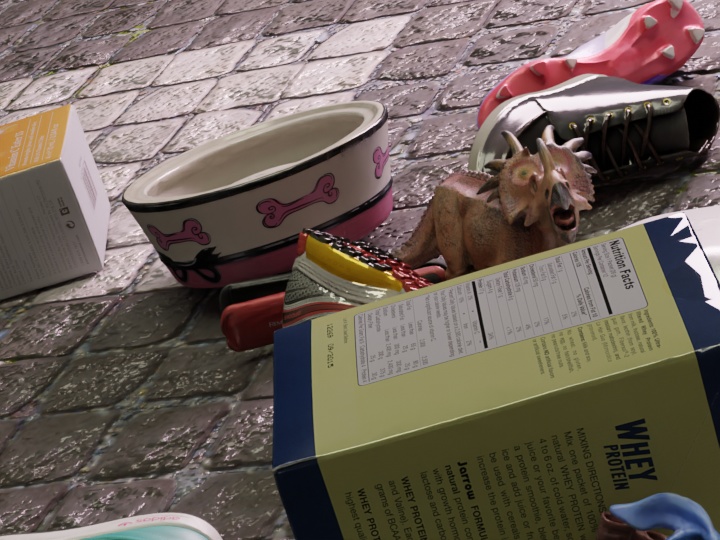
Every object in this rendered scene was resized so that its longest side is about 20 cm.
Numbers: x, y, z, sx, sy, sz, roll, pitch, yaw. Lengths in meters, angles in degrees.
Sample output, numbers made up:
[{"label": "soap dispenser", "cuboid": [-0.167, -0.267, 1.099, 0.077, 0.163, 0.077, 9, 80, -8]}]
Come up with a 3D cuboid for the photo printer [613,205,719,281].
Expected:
[{"label": "photo printer", "cuboid": [0.184, 0.011, 1.170, 0.165, 0.070, 0.199, -6, 9, 36]}]

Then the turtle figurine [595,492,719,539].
[{"label": "turtle figurine", "cuboid": [0.084, 0.203, 0.807, 0.193, 0.201, 0.143, -34, -21, 28]}]

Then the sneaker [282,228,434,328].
[{"label": "sneaker", "cuboid": [0.029, 0.046, 1.284, 0.077, 0.083, 0.199, 12, 13, -46]}]

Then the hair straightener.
[{"label": "hair straightener", "cuboid": [0.000, 0.000, 1.423, 0.198, 0.041, 0.077, -18, 25, 0]}]

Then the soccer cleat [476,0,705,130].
[{"label": "soccer cleat", "cuboid": [0.171, -0.142, 1.594, 0.199, 0.067, 0.076, -31, -4, -15]}]

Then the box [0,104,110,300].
[{"label": "box", "cuboid": [-0.304, -0.038, 1.648, 0.198, 0.098, 0.125, -17, 24, 3]}]

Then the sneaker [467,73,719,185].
[{"label": "sneaker", "cuboid": [0.159, -0.088, 1.446, 0.105, 0.075, 0.200, 4, 27, 38]}]

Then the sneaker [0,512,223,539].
[{"label": "sneaker", "cuboid": [-0.166, 0.192, 1.097, 0.198, 0.084, 0.121, -16, 15, 3]}]

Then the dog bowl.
[{"label": "dog bowl", "cuboid": [-0.064, -0.052, 1.508, 0.198, 0.074, 0.200, -17, 15, 5]}]

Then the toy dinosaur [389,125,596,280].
[{"label": "toy dinosaur", "cuboid": [0.085, -0.031, 1.314, 0.199, 0.137, 0.086, 8, 34, 45]}]

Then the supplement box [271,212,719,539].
[{"label": "supplement box", "cuboid": [0.083, 0.112, 0.938, 0.198, 0.202, 0.135, -16, 24, 5]}]
